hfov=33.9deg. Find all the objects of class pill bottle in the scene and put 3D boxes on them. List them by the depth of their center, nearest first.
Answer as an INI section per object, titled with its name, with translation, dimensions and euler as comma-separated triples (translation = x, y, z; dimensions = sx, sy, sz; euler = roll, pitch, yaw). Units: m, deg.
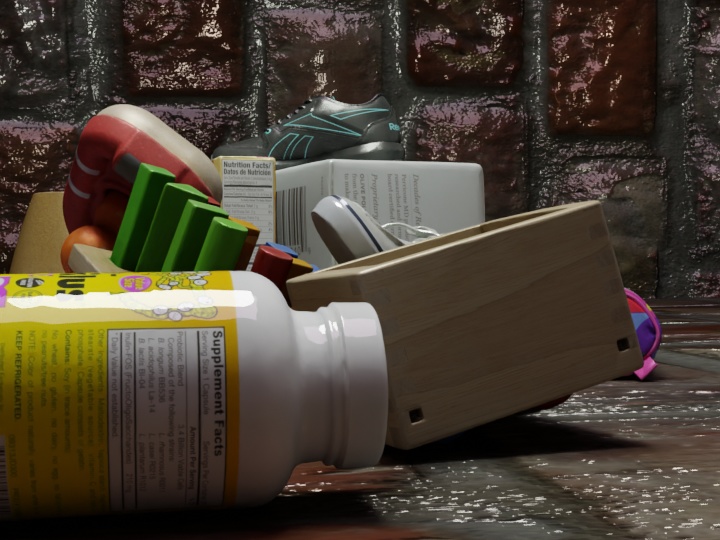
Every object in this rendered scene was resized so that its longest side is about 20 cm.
[pill bottle]
translation = -0.092, 0.052, 0.511
dimensions = 0.199, 0.105, 0.104
euler = -1, 0, -11

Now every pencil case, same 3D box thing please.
[pencil case]
translation = 0.237, 0.058, 1.134
dimensions = 0.088, 0.089, 0.200
euler = -1, 2, 7

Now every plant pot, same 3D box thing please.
[plant pot]
translation = -0.358, 0.005, 1.472
dimensions = 0.185, 0.201, 0.186
euler = -1, -1, 0

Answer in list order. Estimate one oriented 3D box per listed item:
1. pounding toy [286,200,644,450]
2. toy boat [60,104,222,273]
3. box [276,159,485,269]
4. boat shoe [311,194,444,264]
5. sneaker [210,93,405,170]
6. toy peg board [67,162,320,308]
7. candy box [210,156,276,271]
[pounding toy]
translation = 0.068, 0.048, 0.749
dimensions = 0.183, 0.143, 0.200
euler = -16, 3, -18
[toy boat]
translation = -0.208, -0.041, 1.015
dimensions = 0.130, 0.131, 0.200
euler = 37, -27, -5
[box]
translation = 0.000, 0.000, 1.146
dimensions = 0.170, 0.201, 0.199
euler = -3, 0, -31
[boat shoe]
translation = 0.050, 0.003, 0.860
dimensions = 0.086, 0.202, 0.075
euler = -45, 26, -8
[sneaker]
translation = -0.055, -0.134, 1.214
dimensions = 0.199, 0.080, 0.075
euler = -5, -4, 2
[toy peg board]
translation = -0.084, 0.004, 0.884
dimensions = 0.198, 0.098, 0.200
euler = 14, 13, -35
[candy box]
translation = -0.115, 0.002, 1.073
dimensions = 0.055, 0.201, 0.115
euler = -1, 0, -21
